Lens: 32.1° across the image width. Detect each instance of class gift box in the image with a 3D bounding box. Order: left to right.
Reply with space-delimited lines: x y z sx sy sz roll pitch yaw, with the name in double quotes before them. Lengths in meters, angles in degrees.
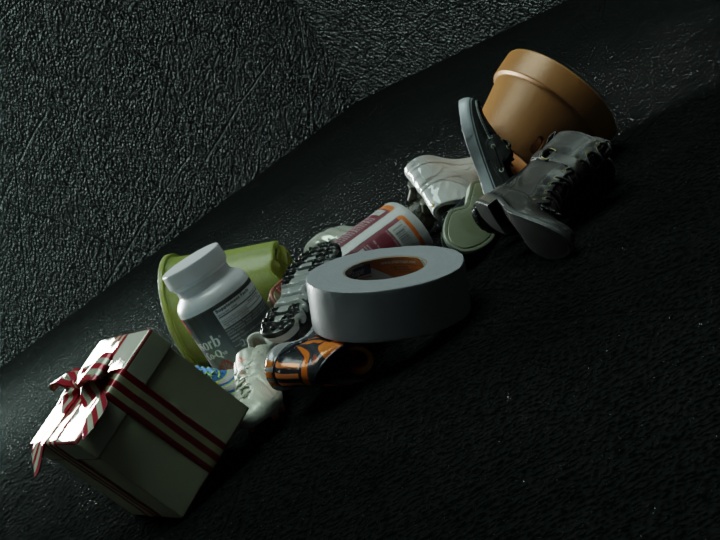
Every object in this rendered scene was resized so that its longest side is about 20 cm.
"gift box" -0.276 0.189 1.491 0.185 0.187 0.200 -20 35 53

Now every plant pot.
"plant pot" -0.195 0.042 2.001 0.184 0.200 0.200 -18 15 12
"plant pot" 0.258 -0.209 1.859 0.140 0.200 0.200 -52 16 -9

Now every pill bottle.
"pill bottle" -0.191 0.068 1.796 0.116 0.200 0.116 -31 12 7
"pill bottle" 0.000 0.000 1.800 0.200 0.114 0.114 -36 13 -20

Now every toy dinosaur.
"toy dinosaur" 0.084 -0.080 2.013 0.200 0.102 0.077 -46 51 -7

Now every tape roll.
"tape roll" 0.035 0.027 1.552 0.200 0.066 0.200 -8 16 2

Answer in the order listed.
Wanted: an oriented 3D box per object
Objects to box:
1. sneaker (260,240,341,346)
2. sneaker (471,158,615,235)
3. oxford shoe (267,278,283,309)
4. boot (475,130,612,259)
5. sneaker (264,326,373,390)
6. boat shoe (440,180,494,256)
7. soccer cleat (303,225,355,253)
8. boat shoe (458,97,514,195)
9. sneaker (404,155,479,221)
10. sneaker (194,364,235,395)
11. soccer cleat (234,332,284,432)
"sneaker" -0.067 0.047 1.675 0.066 0.091 0.200 -10 36 31
"sneaker" 0.244 -0.115 1.714 0.200 0.076 0.088 -22 32 5
"oxford shoe" -0.085 0.049 1.895 0.074 0.071 0.200 -48 -18 25
"boot" 0.252 -0.109 1.583 0.174 0.069 0.200 -40 34 -10
"sneaker" -0.019 0.104 1.566 0.112 0.078 0.200 0 20 35
"boat shoe" 0.149 -0.060 1.792 0.066 0.074 0.199 -58 5 34
"soccer cleat" -0.001 -0.038 1.950 0.200 0.069 0.078 -6 4 18
"boat shoe" 0.192 -0.154 1.769 0.057 0.200 0.069 -19 -4 15
"sneaker" 0.170 -0.118 1.966 0.200 0.116 0.074 -2 -38 -37
"sneaker" -0.223 0.155 1.666 0.200 0.105 0.076 -19 46 -25
"soccer cleat" -0.137 0.143 1.617 0.069 0.078 0.200 -29 14 10
